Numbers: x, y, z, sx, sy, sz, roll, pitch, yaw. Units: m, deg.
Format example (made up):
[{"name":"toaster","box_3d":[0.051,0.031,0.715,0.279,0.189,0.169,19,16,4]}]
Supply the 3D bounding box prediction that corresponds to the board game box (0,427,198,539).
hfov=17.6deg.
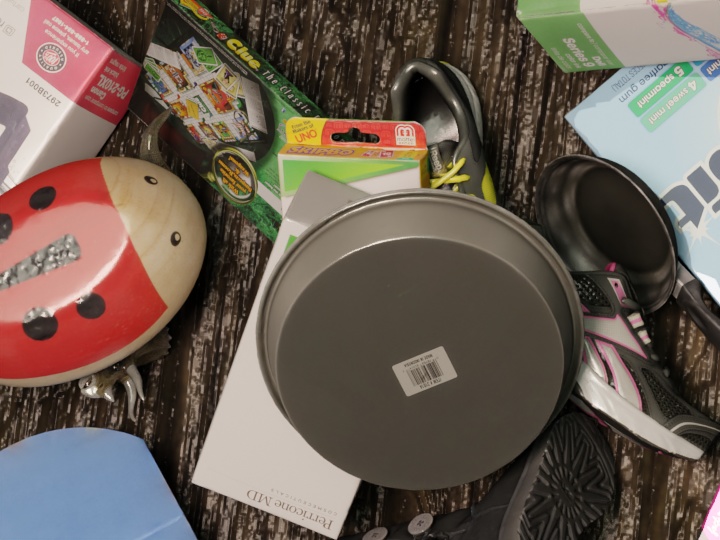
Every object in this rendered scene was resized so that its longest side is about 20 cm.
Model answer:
[{"name":"board game box","box_3d":[-0.182,0.202,1.520,0.157,0.039,0.201,-28,68,-9]}]

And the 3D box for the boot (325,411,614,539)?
[{"name":"boot","box_3d":[0.051,0.169,1.482,0.199,0.165,0.066,-25,101,33]}]

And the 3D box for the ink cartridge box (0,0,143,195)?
[{"name":"ink cartridge box","box_3d":[-0.264,-0.102,1.606,0.144,0.084,0.201,37,93,17]}]

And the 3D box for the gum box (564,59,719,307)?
[{"name":"gum box","box_3d":[0.258,-0.075,1.483,0.170,0.045,0.200,-40,73,6]}]

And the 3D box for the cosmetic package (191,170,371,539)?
[{"name":"cosmetic package","box_3d":[-0.024,0.054,1.467,0.107,0.085,0.201,20,116,1]}]

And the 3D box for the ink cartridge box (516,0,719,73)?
[{"name":"ink cartridge box","box_3d":[0.210,-0.212,1.456,0.198,0.087,0.147,-4,64,30]}]

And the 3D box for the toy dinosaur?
[{"name":"toy dinosaur","box_3d":[-0.152,-0.008,1.579,0.102,0.077,0.201,24,84,5]}]

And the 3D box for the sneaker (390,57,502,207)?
[{"name":"sneaker","box_3d":[0.055,-0.045,1.512,0.074,0.085,0.202,-20,77,12]}]

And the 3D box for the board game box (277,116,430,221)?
[{"name":"board game box","box_3d":[0.000,0.000,1.500,0.095,0.030,0.202,3,112,16]}]

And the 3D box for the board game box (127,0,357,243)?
[{"name":"board game box","box_3d":[-0.069,-0.086,1.554,0.200,0.023,0.105,43,131,16]}]

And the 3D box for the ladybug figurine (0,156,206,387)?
[{"name":"ladybug figurine","box_3d":[-0.196,0.000,1.510,0.199,0.072,0.136,-30,79,4]}]

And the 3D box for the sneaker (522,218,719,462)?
[{"name":"sneaker","box_3d":[0.152,0.041,1.456,0.199,0.080,0.087,36,87,-7]}]

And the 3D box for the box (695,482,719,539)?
[{"name":"box","box_3d":[0.269,0.183,1.406,0.131,0.115,0.201,23,89,16]}]

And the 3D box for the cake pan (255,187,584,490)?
[{"name":"cake pan","box_3d":[0.036,0.049,1.388,0.198,0.037,0.202,0,118,1]}]

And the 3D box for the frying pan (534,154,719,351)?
[{"name":"frying pan","box_3d":[0.185,-0.013,1.455,0.189,0.116,0.031,24,47,38]}]
